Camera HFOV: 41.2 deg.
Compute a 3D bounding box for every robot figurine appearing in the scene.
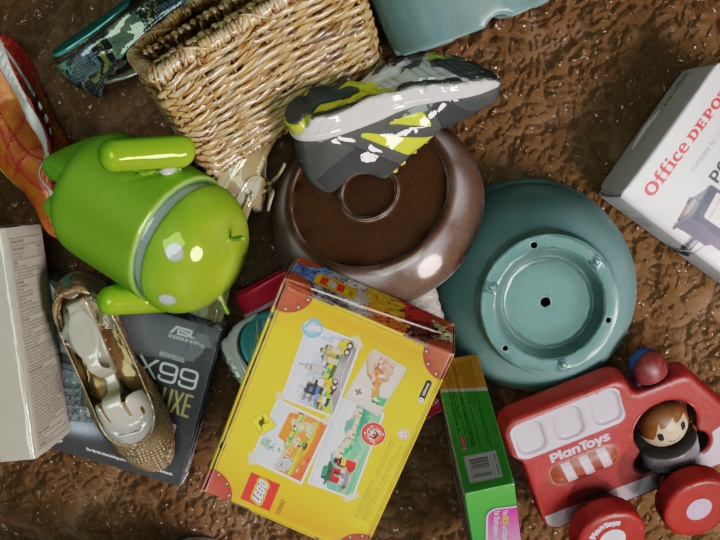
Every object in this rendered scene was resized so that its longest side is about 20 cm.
[{"bbox_3d":[-0.179,-0.041,0.812,0.199,0.115,0.177,30,128,22],"label":"robot figurine"}]

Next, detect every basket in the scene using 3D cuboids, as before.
[{"bbox_3d":[-0.098,-0.208,0.809,0.199,0.149,0.143,-33,61,-5],"label":"basket"}]

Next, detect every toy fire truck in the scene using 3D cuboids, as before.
[{"bbox_3d":[0.235,0.155,0.861,0.198,0.112,0.169,-22,121,3],"label":"toy fire truck"}]

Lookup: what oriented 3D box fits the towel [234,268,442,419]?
[{"bbox_3d":[-0.019,0.078,0.931,0.144,0.022,0.201,-26,96,5],"label":"towel"}]

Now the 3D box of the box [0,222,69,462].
[{"bbox_3d":[-0.322,0.062,0.852,0.077,0.095,0.202,-6,94,3],"label":"box"}]

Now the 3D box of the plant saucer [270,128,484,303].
[{"bbox_3d":[0.010,-0.063,0.857,0.198,0.032,0.202,-6,64,12],"label":"plant saucer"}]

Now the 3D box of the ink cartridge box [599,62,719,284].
[{"bbox_3d":[0.343,-0.070,0.872,0.199,0.084,0.145,35,96,-3],"label":"ink cartridge box"}]

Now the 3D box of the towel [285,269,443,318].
[{"bbox_3d":[0.000,0.000,0.874,0.131,0.034,0.202,-17,70,8],"label":"towel"}]

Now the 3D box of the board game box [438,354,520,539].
[{"bbox_3d":[0.107,0.199,0.839,0.040,0.154,0.201,-11,127,2],"label":"board game box"}]

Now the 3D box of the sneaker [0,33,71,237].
[{"bbox_3d":[-0.318,-0.118,0.895,0.077,0.073,0.201,-25,85,8],"label":"sneaker"}]

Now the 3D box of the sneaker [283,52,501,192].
[{"bbox_3d":[0.029,-0.128,0.828,0.198,0.075,0.085,-16,127,-16],"label":"sneaker"}]

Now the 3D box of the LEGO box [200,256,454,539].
[{"bbox_3d":[-0.027,0.115,0.803,0.148,0.077,0.201,23,105,0],"label":"LEGO box"}]

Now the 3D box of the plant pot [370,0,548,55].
[{"bbox_3d":[0.066,-0.299,0.806,0.199,0.200,0.198,-21,104,4],"label":"plant pot"}]

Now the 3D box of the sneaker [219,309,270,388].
[{"bbox_3d":[-0.048,0.126,0.896,0.079,0.078,0.201,-36,97,-1],"label":"sneaker"}]

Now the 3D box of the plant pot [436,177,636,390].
[{"bbox_3d":[0.160,0.021,0.863,0.198,0.134,0.202,0,98,1],"label":"plant pot"}]

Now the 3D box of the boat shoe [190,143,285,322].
[{"bbox_3d":[-0.118,-0.050,0.897,0.062,0.073,0.201,25,102,-9],"label":"boat shoe"}]

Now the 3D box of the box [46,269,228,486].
[{"bbox_3d":[-0.242,0.101,0.925,0.198,0.050,0.159,17,96,0],"label":"box"}]

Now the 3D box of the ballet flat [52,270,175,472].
[{"bbox_3d":[-0.229,0.098,0.866,0.070,0.065,0.201,-25,95,2],"label":"ballet flat"}]

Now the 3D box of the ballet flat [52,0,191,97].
[{"bbox_3d":[-0.188,-0.233,0.883,0.199,0.074,0.074,-35,95,7],"label":"ballet flat"}]

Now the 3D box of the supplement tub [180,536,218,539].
[{"bbox_3d":[-0.164,0.341,0.877,0.143,0.200,0.146,0,97,1],"label":"supplement tub"}]
